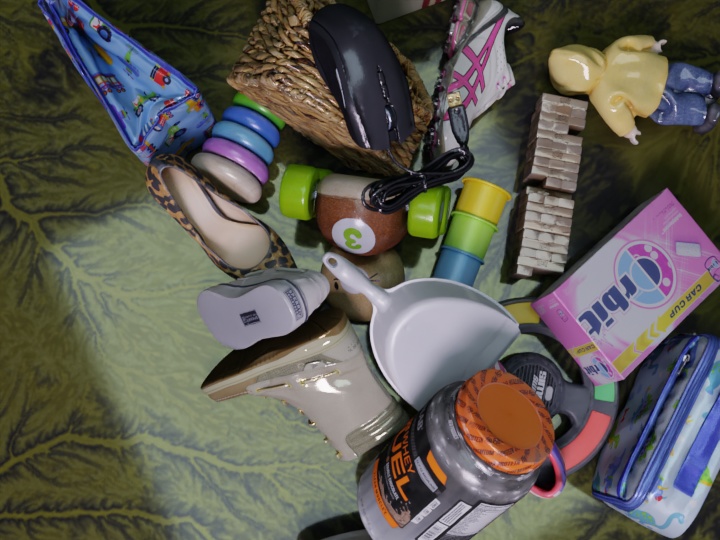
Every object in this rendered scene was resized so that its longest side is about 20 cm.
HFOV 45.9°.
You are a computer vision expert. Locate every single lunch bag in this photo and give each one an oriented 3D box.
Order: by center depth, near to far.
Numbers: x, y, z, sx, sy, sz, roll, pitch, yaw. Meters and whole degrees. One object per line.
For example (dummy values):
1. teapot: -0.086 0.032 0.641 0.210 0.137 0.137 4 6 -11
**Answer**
1. lunch bag: 0.321 0.163 0.872 0.082 0.161 0.202 29 85 2
2. lunch bag: -0.256 -0.211 0.908 0.094 0.151 0.200 -43 86 -5

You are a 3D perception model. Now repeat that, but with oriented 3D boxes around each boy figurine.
1. boy figurine: 0.306 -0.206 0.961 0.197 0.064 0.126 11 84 1

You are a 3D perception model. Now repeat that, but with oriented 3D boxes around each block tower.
1. block tower: 0.210 -0.089 0.951 0.057 0.054 0.203 11 84 1

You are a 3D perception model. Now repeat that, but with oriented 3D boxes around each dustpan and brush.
1. dustpan and brush: 0.043 0.047 0.845 0.199 0.057 0.140 35 101 -23

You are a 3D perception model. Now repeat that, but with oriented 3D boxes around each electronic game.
1. electronic game: 0.186 0.130 0.934 0.197 0.042 0.203 0 84 -1

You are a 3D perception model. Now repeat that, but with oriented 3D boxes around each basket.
1. basket: -0.010 -0.208 0.880 0.199 0.142 0.150 31 83 -32

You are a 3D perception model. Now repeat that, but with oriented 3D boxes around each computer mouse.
1. computer mouse: 0.040 -0.165 0.794 0.139 0.046 0.203 -20 91 -26

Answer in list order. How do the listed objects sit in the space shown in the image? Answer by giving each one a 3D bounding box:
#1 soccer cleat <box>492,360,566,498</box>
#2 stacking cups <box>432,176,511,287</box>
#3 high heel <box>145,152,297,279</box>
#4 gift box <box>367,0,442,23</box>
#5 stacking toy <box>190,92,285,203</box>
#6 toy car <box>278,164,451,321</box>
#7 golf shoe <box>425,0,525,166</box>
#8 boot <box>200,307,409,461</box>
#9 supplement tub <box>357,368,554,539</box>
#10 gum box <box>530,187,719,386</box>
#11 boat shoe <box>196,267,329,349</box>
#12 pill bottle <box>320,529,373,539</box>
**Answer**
1. soccer cleat: 0.143 0.147 0.879 0.068 0.073 0.201 -38 84 4
2. stacking cups: 0.102 -0.001 0.939 0.060 0.061 0.202 23 86 2
3. high heel: -0.142 -0.042 0.895 0.199 0.143 0.072 39 85 3
4. gift box: 0.073 -0.409 0.917 0.198 0.187 0.186 -26 85 -3
5. stacking toy: -0.110 -0.181 0.951 0.084 0.085 0.202 24 77 2
6. toy car: 0.000 0.000 0.900 0.162 0.158 0.203 8 96 10
7. golf shoe: 0.129 -0.210 0.953 0.091 0.073 0.203 15 84 -1
8. boot: -0.062 0.137 0.907 0.198 0.072 0.156 -23 113 28
9. supplement tub: 0.089 0.189 0.814 0.121 0.201 0.124 19 42 -19
10. gum box: 0.297 0.014 0.918 0.199 0.066 0.114 -39 86 -17
11. boat shoe: -0.103 0.032 0.883 0.065 0.199 0.073 -31 97 -35
12. pill bottle: 0.001 0.379 0.867 0.114 0.116 0.203 -12 84 -2
